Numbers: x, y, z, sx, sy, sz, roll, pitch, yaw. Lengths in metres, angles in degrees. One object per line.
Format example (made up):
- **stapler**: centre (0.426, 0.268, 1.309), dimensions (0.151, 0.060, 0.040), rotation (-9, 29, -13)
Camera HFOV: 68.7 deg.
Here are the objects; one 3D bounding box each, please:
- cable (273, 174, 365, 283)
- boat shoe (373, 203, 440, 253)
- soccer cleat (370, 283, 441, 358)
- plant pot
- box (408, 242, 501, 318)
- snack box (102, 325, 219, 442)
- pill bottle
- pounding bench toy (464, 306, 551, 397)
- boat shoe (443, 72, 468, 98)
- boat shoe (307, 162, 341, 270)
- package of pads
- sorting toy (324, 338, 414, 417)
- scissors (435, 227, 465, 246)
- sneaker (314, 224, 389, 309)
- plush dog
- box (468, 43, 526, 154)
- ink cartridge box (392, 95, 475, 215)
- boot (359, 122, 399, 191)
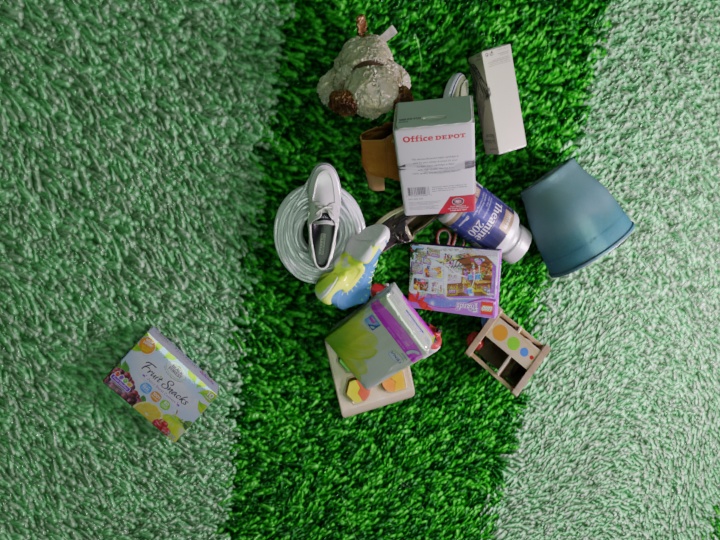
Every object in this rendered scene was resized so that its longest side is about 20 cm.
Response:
- **cable**: centre (-0.086, -0.080, 1.100), dimensions (0.199, 0.069, 0.201), rotation (-41, 106, 1)
- **boat shoe**: centre (0.090, -0.092, 1.106), dimensions (0.199, 0.066, 0.073), rotation (-41, 144, 14)
- **soccer cleat**: centre (0.089, 0.111, 1.147), dimensions (0.198, 0.069, 0.086), rotation (39, 133, 5)
- **plant pot**: centre (0.442, -0.122, 1.120), dimensions (0.197, 0.200, 0.191), rotation (-34, 91, -1)
- **box**: centre (0.199, 0.018, 1.127), dimensions (0.193, 0.039, 0.143), rotation (6, 99, 24)
- **snack box**: centre (-0.418, 0.241, 1.118), dimensions (0.142, 0.053, 0.200), rotation (-45, 105, 0)
- **pill bottle**: centre (0.269, -0.103, 1.130), dimensions (0.196, 0.111, 0.113), rotation (33, 95, -14)
- **pounding bench toy**: centre (0.324, 0.179, 1.198), dimensions (0.155, 0.200, 0.126), rotation (39, 92, 17)
- **boat shoe**: centre (0.200, -0.306, 1.070), dimensions (0.060, 0.072, 0.208), rotation (4, 75, 31)
- **boat shoe**: centre (-0.073, -0.103, 1.026), dimensions (0.069, 0.066, 0.208), rotation (6, 102, -11)
- **package of pads**: centre (0.042, 0.144, 1.099), dimensions (0.198, 0.068, 0.156), rotation (-35, 98, 31)
- **sorting toy**: centre (0.024, 0.223, 1.195), dimensions (0.178, 0.037, 0.208), rotation (-14, 103, -6)
- **scissors**: centre (0.176, 0.001, 1.186), dimensions (0.071, 0.014, 0.207), rotation (19, 97, -12)
- **sneaker**: centre (0.000, 0.000, 1.073), dimensions (0.199, 0.077, 0.105), rotation (-42, 128, 10)
- **plush dog**: centre (0.018, -0.357, 0.985), dimensions (0.192, 0.177, 0.163), rotation (-8, 145, -8)
- **box**: centre (0.285, -0.352, 1.099), dimensions (0.066, 0.082, 0.208), rotation (-15, 102, -6)
- **ink cartridge box**: centre (0.141, -0.208, 0.977), dimensions (0.138, 0.086, 0.203), rotation (-2, 140, 11)
- **boot**: centre (0.097, -0.235, 1.063), dimensions (0.193, 0.073, 0.146), rotation (-10, 144, -2)
